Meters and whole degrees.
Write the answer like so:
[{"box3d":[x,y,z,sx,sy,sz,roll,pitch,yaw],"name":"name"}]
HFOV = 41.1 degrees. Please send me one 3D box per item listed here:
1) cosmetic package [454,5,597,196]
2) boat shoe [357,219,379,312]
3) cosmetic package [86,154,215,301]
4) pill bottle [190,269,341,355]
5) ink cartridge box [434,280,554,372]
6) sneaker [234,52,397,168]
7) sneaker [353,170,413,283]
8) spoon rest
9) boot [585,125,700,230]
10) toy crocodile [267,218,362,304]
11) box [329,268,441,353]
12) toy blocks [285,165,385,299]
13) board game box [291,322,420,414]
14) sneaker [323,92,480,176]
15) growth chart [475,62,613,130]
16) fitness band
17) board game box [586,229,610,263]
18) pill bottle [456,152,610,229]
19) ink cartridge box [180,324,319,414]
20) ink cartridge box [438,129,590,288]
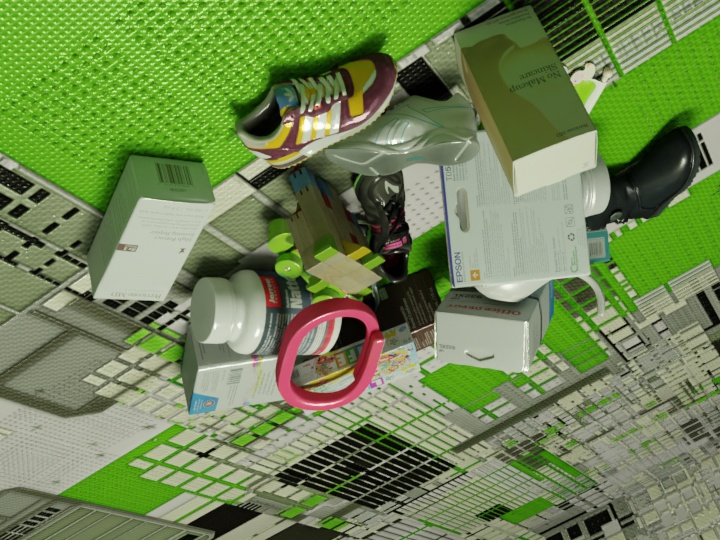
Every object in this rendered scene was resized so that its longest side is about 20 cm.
[{"box3d":[0.187,-0.197,1.101,0.103,0.202,0.071,-21,149,1],"name":"cosmetic package"},{"box3d":[0.000,0.000,1.422,0.071,0.063,0.201,-15,147,-5],"name":"boat shoe"},{"box3d":[-0.263,-0.047,1.192,0.100,0.075,0.201,3,140,-32],"name":"cosmetic package"},{"box3d":[-0.136,0.060,1.380,0.197,0.121,0.120,3,142,-34],"name":"pill bottle"},{"box3d":[0.208,0.065,1.468,0.142,0.200,0.085,6,114,21],"name":"ink cartridge box"},{"box3d":[-0.050,-0.190,1.097,0.198,0.076,0.090,-33,151,17],"name":"sneaker"},{"box3d":[0.042,-0.066,1.307,0.076,0.084,0.202,-24,135,-12],"name":"sneaker"},{"box3d":[0.254,0.018,1.375,0.196,0.062,0.099,10,-173,14],"name":"spoon rest"},{"box3d":[0.401,-0.126,1.448,0.165,0.077,0.201,-14,154,-17],"name":"boot"},{"box3d":[-0.059,-0.005,1.333,0.061,0.068,0.200,-21,130,35],"name":"toy crocodile"},{"box3d":[0.041,0.087,1.543,0.197,0.101,0.075,-24,148,4],"name":"box"},{"box3d":[-0.043,-0.053,1.259,0.099,0.139,0.200,-29,158,14],"name":"toy blocks"},{"box3d":[-0.009,0.153,1.470,0.197,0.035,0.135,-21,155,0],"name":"board game box"},{"box3d":[0.050,-0.170,1.198,0.196,0.082,0.071,-5,158,12],"name":"sneaker"},{"box3d":[0.233,-0.212,1.281,0.196,0.018,0.146,-11,146,-16],"name":"growth chart"},{"box3d":[-0.045,0.120,1.347,0.141,0.038,0.202,3,131,-18],"name":"fitness band"},{"box3d":[0.249,-0.030,1.431,0.148,0.048,0.199,-6,-177,-24],"name":"board game box"},{"box3d":[0.240,-0.110,1.345,0.196,0.115,0.115,-12,148,-14],"name":"pill bottle"},{"box3d":[-0.176,0.145,1.519,0.196,0.086,0.145,-5,146,-21],"name":"ink cartridge box"},{"box3d":[0.195,-0.083,1.253,0.196,0.204,0.041,-5,178,-13],"name":"ink cartridge box"}]
